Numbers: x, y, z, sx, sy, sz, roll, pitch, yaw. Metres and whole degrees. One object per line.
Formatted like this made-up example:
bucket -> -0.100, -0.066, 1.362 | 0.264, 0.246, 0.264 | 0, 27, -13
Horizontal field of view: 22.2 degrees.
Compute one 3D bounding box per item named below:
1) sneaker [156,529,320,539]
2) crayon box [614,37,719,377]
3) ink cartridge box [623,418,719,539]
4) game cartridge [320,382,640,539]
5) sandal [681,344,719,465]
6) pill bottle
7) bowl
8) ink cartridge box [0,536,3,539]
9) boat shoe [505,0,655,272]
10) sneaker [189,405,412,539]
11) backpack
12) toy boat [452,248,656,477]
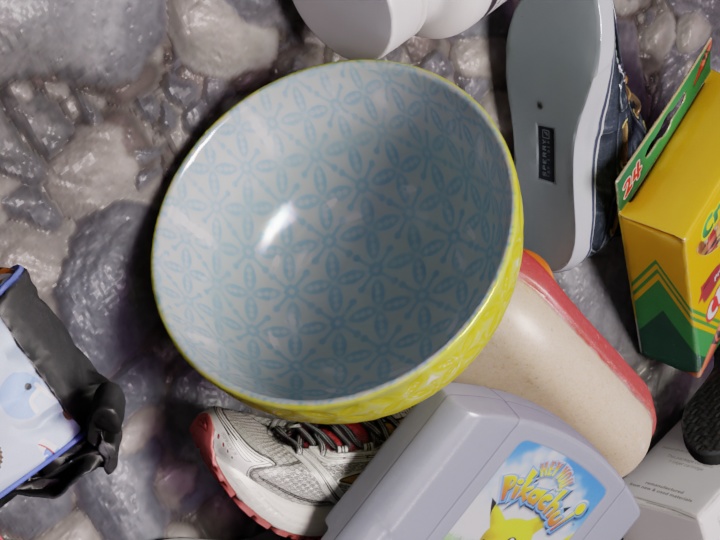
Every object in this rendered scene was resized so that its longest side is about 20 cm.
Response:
sneaker -> -0.031, 0.179, 1.017 | 0.199, 0.087, 0.077 | -9, 101, -41
crayon box -> 0.221, -0.036, 1.184 | 0.127, 0.051, 0.201 | -55, 151, -21
ink cartridge box -> 0.278, 0.161, 1.289 | 0.200, 0.085, 0.149 | -39, 121, -33
game cartridge -> 0.074, 0.139, 1.023 | 0.200, 0.040, 0.134 | 32, 95, -46
sandal -> 0.264, 0.088, 1.229 | 0.200, 0.075, 0.048 | -49, 127, -61
pill bottle -> 0.053, -0.199, 1.026 | 0.200, 0.111, 0.112 | -38, 119, -31
bowl -> 0.000, 0.000, 0.973 | 0.201, 0.199, 0.108 | -63, 151, -16
ink cartridge box -> -0.231, 0.220, 0.861 | 0.200, 0.067, 0.117 | -45, 124, -28
boat shoe -> 0.142, -0.104, 1.140 | 0.091, 0.071, 0.202 | -25, 127, -42
sneaker -> -0.008, 0.099, 1.016 | 0.199, 0.078, 0.083 | 15, 115, -39
backpack -> -0.218, 0.071, 0.780 | 0.191, 0.200, 0.154 | -46, 104, -16
toy boat -> 0.089, 0.041, 1.103 | 0.200, 0.130, 0.132 | 45, 37, -36
